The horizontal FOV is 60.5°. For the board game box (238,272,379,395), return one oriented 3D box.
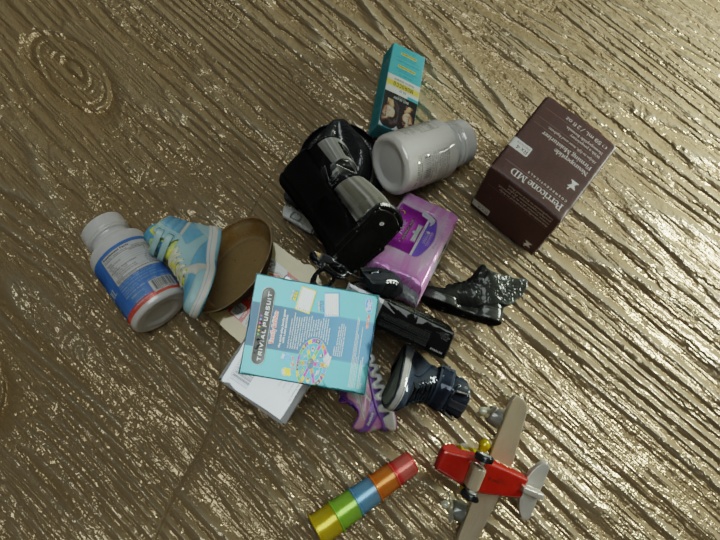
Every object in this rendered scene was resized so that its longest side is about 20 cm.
[{"bbox_3d":[-0.078,0.099,0.959,0.194,0.047,0.155,10,81,-5],"label":"board game box"}]

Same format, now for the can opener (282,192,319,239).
[{"bbox_3d":[-0.066,-0.088,1.174,0.197,0.067,0.054,30,71,13],"label":"can opener"}]

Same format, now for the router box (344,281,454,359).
[{"bbox_3d":[0.064,0.082,1.079,0.196,0.149,0.052,25,92,5],"label":"router box"}]

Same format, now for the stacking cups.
[{"bbox_3d":[0.009,0.374,1.021,0.197,0.061,0.061,-30,75,-14],"label":"stacking cups"}]

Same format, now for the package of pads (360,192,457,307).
[{"bbox_3d":[0.091,-0.040,1.141,0.118,0.076,0.202,25,54,9],"label":"package of pads"}]

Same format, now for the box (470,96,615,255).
[{"bbox_3d":[0.345,-0.179,1.187,0.165,0.165,0.201,38,72,9],"label":"box"}]

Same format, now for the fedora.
[{"bbox_3d":[-0.034,-0.220,1.209,0.194,0.092,0.206,2,70,-4],"label":"fedora"}]

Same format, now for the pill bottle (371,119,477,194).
[{"bbox_3d":[0.128,-0.228,1.198,0.197,0.115,0.116,-23,73,-31],"label":"pill bottle"}]

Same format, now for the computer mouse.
[{"bbox_3d":[0.000,0.000,0.995,0.034,0.197,0.059,-52,44,20],"label":"computer mouse"}]

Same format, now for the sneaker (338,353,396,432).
[{"bbox_3d":[-0.004,0.192,1.080,0.086,0.081,0.205,-19,73,0],"label":"sneaker"}]

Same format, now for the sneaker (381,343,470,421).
[{"bbox_3d":[0.114,0.204,1.030,0.144,0.202,0.078,34,107,3],"label":"sneaker"}]

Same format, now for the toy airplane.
[{"bbox_3d":[0.212,0.331,1.027,0.197,0.140,0.204,-28,112,-22],"label":"toy airplane"}]

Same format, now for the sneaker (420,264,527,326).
[{"bbox_3d":[0.212,0.036,1.160,0.195,0.060,0.107,18,71,-4],"label":"sneaker"}]

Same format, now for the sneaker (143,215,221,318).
[{"bbox_3d":[-0.310,-0.011,1.045,0.128,0.080,0.203,18,38,-20],"label":"sneaker"}]

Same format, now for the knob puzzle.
[{"bbox_3d":[-0.145,0.074,1.130,0.213,0.030,0.227,1,81,-5],"label":"knob puzzle"}]

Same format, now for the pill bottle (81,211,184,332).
[{"bbox_3d":[-0.406,-0.002,1.095,0.111,0.113,0.201,-36,76,-15],"label":"pill bottle"}]

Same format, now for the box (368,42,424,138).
[{"bbox_3d":[0.076,-0.363,1.280,0.080,0.049,0.205,18,68,-20],"label":"box"}]

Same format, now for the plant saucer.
[{"bbox_3d":[-0.227,-0.004,1.106,0.196,0.035,0.204,-22,47,24],"label":"plant saucer"}]

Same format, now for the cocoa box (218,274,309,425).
[{"bbox_3d":[-0.125,0.133,1.040,0.132,0.131,0.203,32,79,-1],"label":"cocoa box"}]

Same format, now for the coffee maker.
[{"bbox_3d":[-0.055,-0.104,1.059,0.190,0.136,0.201,-32,58,-11],"label":"coffee maker"}]
